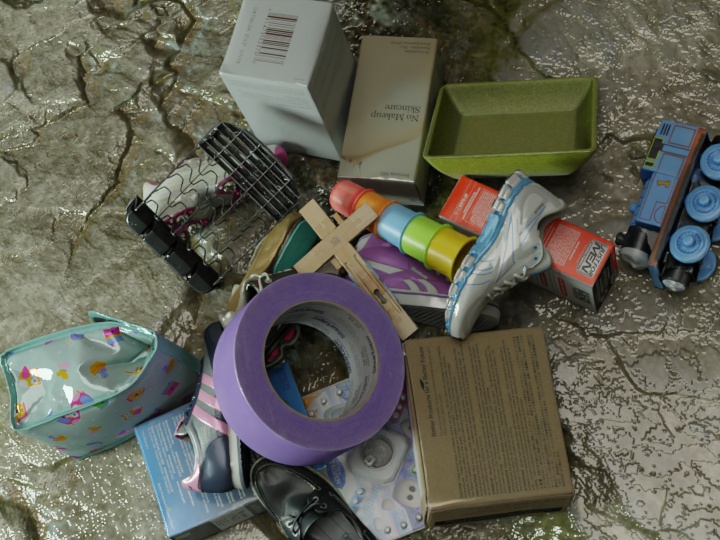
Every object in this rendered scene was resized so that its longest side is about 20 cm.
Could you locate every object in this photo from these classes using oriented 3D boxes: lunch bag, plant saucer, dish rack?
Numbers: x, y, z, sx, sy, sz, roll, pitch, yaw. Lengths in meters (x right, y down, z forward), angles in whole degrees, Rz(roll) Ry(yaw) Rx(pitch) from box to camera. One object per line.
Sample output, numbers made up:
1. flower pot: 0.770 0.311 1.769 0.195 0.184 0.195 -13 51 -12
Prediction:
1. lunch bag: -0.292 0.127 1.554 0.199 0.170 0.123 -22 67 8
2. plant saucer: 0.186 -0.166 1.595 0.198 0.048 0.200 -1 33 12
3. dish rack: -0.176 -0.079 1.607 0.153 0.055 0.200 44 105 -11

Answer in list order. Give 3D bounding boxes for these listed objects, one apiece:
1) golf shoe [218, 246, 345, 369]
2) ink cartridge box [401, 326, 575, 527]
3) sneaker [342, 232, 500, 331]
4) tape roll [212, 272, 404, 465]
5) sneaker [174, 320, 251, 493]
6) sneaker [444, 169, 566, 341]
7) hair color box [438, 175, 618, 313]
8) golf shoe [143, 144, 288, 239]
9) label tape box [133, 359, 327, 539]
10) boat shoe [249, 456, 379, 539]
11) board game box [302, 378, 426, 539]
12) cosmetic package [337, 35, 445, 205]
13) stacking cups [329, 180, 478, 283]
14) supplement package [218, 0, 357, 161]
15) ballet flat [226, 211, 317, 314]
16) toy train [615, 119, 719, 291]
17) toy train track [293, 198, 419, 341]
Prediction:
1. golf shoe: -0.087 0.025 1.565 0.077 0.088 0.200 -16 31 47
2. ink cartridge box: 0.137 0.173 1.476 0.164 0.075 0.201 -6 65 -3
3. sneaker: 0.078 0.002 1.580 0.199 0.073 0.115 12 69 17
4. tape roll: -0.057 0.109 1.466 0.199 0.085 0.201 7 69 -20
5. sneaker: -0.175 0.154 1.505 0.082 0.070 0.201 -11 64 4
6. sneaker: 0.162 -0.007 1.463 0.086 0.075 0.201 27 91 15
7. hair color box: 0.197 -0.030 1.548 0.199 0.102 0.061 27 79 20
8. golf shoe: -0.190 -0.117 1.686 0.199 0.075 0.092 -29 62 -1
9. label tape box: -0.146 0.214 1.548 0.199 0.063 0.145 -23 65 1
10. boat shoe: -0.044 0.280 1.455 0.074 0.066 0.199 -43 88 2
11. board game box: 0.019 0.210 1.534 0.199 0.026 0.201 -22 65 3
12. cosmetic package: 0.041 -0.189 1.663 0.103 0.073 0.201 4 69 14
13. stacking cups: 0.045 -0.049 1.555 0.199 0.061 0.061 27 76 30
14. supplement package: -0.080 -0.236 1.637 0.117 0.200 0.118 10 71 16
15. ballet flat: -0.120 0.016 1.630 0.063 0.069 0.201 15 66 42
16. toy train: 0.371 -0.074 1.541 0.114 0.087 0.201 16 75 27
17. toy train track: 0.000 0.000 1.550 0.115 0.033 0.200 -40 75 5
